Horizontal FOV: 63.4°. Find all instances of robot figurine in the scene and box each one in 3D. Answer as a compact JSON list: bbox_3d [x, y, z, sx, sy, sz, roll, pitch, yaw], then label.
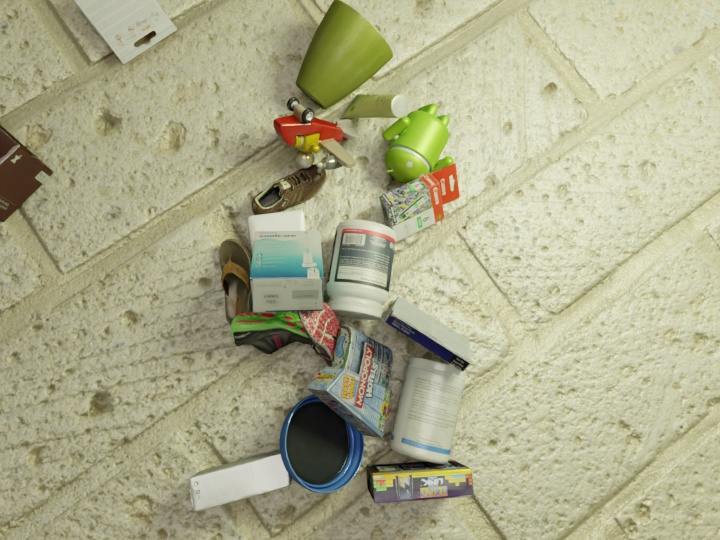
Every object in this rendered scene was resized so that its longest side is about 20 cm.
[{"bbox_3d":[0.132,-0.290,1.368,0.175,0.115,0.201,36,77,-29],"label":"robot figurine"}]

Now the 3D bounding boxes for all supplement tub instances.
[{"bbox_3d":[0.000,0.000,1.293,0.139,0.140,0.202,9,79,-2],"label":"supplement tub"},{"bbox_3d":[0.145,0.299,1.253,0.131,0.132,0.201,15,80,-1],"label":"supplement tub"}]

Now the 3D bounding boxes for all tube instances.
[{"bbox_3d":[0.029,-0.383,1.359,0.058,0.200,0.052,-17,113,-31],"label":"tube"}]

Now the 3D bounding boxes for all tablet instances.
[{"bbox_3d":[-0.182,-0.032,1.334,0.129,0.014,0.202,-7,91,-5],"label":"tablet"}]

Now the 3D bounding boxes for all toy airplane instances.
[{"bbox_3d":[-0.102,-0.300,1.343,0.198,0.200,0.142,25,111,-8],"label":"toy airplane"}]

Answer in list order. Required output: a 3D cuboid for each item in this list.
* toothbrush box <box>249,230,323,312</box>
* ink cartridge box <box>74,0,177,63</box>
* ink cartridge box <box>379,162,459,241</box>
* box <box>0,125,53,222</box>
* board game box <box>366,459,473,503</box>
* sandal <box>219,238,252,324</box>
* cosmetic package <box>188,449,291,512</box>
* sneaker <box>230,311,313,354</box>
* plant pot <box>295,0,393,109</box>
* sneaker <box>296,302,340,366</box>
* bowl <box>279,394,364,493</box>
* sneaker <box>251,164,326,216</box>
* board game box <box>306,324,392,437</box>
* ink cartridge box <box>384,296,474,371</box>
[{"bbox_3d":[-0.153,-0.003,1.226,0.145,0.200,0.086,-1,123,-7],"label":"toothbrush box"},{"bbox_3d":[-0.568,-0.614,1.422,0.162,0.057,0.200,-38,92,-10],"label":"ink cartridge box"},{"bbox_3d":[0.149,-0.158,1.347,0.199,0.109,0.050,-25,44,-8],"label":"ink cartridge box"},{"bbox_3d":[-0.831,-0.247,1.270,0.200,0.166,0.164,40,79,5],"label":"box"},{"bbox_3d":[0.117,0.435,1.209,0.198,0.165,0.057,-2,79,-4],"label":"board game box"},{"bbox_3d":[-0.282,0.026,1.306,0.080,0.054,0.202,-6,82,12],"label":"sandal"},{"bbox_3d":[-0.245,0.435,1.218,0.198,0.102,0.075,-12,81,-5],"label":"cosmetic package"},{"bbox_3d":[-0.188,0.142,1.299,0.198,0.077,0.084,7,118,-11],"label":"sneaker"},{"bbox_3d":[-0.056,-0.489,1.377,0.187,0.187,0.200,40,94,4],"label":"plant pot"},{"bbox_3d":[-0.083,0.143,1.251,0.081,0.074,0.201,-53,123,-38],"label":"sneaker"},{"bbox_3d":[-0.082,0.360,1.225,0.200,0.039,0.202,15,65,-35],"label":"bowl"},{"bbox_3d":[-0.162,-0.186,1.350,0.199,0.076,0.071,-36,84,-9],"label":"sneaker"},{"bbox_3d":[-0.013,0.225,1.217,0.061,0.200,0.201,-4,64,40],"label":"board game box"},{"bbox_3d":[0.146,0.138,1.250,0.199,0.200,0.041,32,100,3],"label":"ink cartridge box"}]
